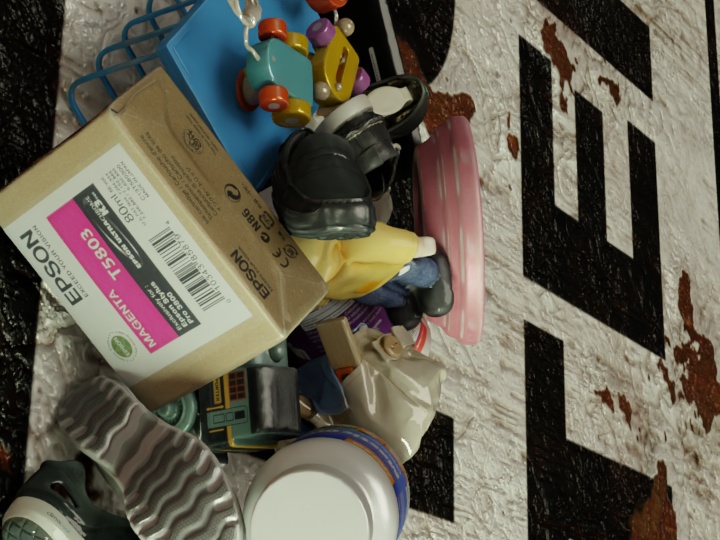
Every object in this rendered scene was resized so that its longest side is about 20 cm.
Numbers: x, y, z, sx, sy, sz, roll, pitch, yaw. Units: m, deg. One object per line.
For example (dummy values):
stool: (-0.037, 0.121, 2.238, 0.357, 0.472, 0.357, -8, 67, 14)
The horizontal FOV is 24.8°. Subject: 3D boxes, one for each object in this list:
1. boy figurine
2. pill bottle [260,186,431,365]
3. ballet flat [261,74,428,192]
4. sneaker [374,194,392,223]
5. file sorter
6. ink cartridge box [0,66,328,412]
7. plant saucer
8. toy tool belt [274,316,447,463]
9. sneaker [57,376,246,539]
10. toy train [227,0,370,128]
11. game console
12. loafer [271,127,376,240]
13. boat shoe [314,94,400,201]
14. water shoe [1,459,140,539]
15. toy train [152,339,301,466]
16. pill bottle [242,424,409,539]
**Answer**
boy figurine: (0.000, 0.000, 1.288, 0.199, 0.124, 0.065, 14, 57, -58)
pill bottle: (-0.029, 0.020, 1.427, 0.200, 0.112, 0.113, 53, 40, -33)
ballet flat: (-0.027, -0.128, 1.431, 0.199, 0.068, 0.068, -26, 84, -20)
sneaker: (-0.030, -0.097, 1.498, 0.201, 0.072, 0.085, 58, 35, -31)
file sorter: (-0.125, -0.159, 1.328, 0.139, 0.122, 0.200, 61, 37, -26)
ink cartridge box: (-0.146, -0.017, 1.167, 0.200, 0.164, 0.075, 52, 40, -9)
plant saucer: (0.075, -0.034, 1.447, 0.201, 0.050, 0.203, 176, -90, -89)
toy tool belt: (-0.030, 0.110, 1.355, 0.123, 0.200, 0.125, 37, 47, -15)
sneaker: (-0.135, 0.150, 1.170, 0.075, 0.200, 0.082, -42, 139, -5)
toy train: (-0.059, -0.191, 1.283, 0.200, 0.055, 0.151, -45, 117, -56)
game console: (0.032, -0.191, 1.595, 0.116, 0.176, 0.202, -16, 93, -29)
loafer: (-0.031, -0.065, 1.198, 0.201, 0.067, 0.071, -135, -133, -73)
boat shoe: (0.000, -0.085, 1.370, 0.061, 0.074, 0.200, 54, -12, 10)
water shoe: (-0.172, 0.217, 1.175, 0.201, 0.071, 0.079, 57, 40, -29)
toy train: (-0.106, 0.055, 1.294, 0.085, 0.113, 0.202, 14, 68, -55)
pill bottle: (-0.024, 0.174, 1.186, 0.200, 0.111, 0.113, 14, 65, -85)
